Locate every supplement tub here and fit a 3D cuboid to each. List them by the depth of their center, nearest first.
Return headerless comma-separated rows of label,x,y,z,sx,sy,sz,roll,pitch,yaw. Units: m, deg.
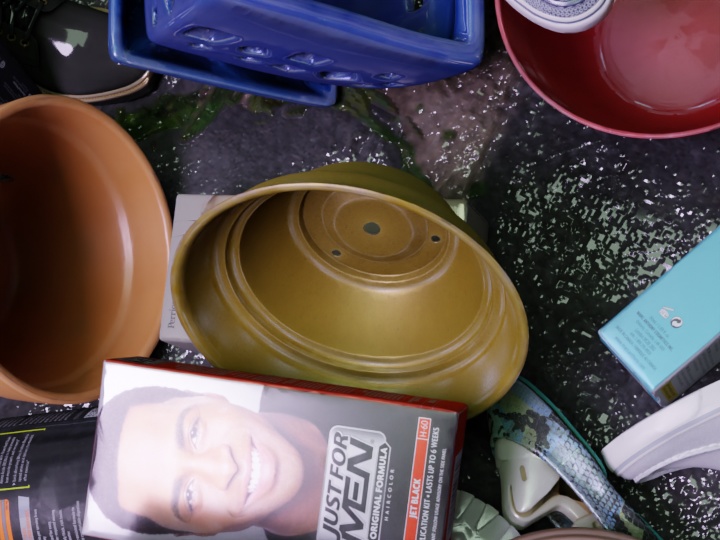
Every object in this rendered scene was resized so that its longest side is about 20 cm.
supplement tub,-0.204,0.154,0.842,0.200,0.123,0.123,-8,76,16

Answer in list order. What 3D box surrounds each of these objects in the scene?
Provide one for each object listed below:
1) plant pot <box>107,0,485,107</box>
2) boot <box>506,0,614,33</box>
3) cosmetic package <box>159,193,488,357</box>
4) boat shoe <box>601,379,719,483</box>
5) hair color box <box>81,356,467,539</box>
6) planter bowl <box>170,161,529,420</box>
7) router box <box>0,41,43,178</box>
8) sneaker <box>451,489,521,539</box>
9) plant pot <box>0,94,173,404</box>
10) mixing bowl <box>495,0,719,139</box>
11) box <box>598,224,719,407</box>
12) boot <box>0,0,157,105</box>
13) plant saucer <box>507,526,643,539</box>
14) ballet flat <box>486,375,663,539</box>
plant pot,-0.053,-0.215,0.823,0.180,0.200,0.200,-17,70,52
boot,0.077,-0.229,0.728,0.073,0.090,0.200,-33,78,9
cosmetic package,-0.022,0.007,0.842,0.200,0.073,0.104,1,80,17
boat shoe,0.243,0.091,0.746,0.200,0.072,0.069,-21,72,3
hair color box,-0.046,0.111,0.717,0.200,0.061,0.102,7,90,10
planter bowl,0.000,0.000,0.730,0.200,0.201,0.084,-1,44,18
router box,-0.316,-0.150,0.899,0.150,0.200,0.062,23,73,21
sneaker,0.034,0.167,0.787,0.200,0.081,0.076,34,74,19
plant pot,-0.241,-0.009,0.865,0.140,0.200,0.200,-5,76,35
mixing bowl,0.192,-0.161,0.790,0.200,0.108,0.201,-4,76,18
box,0.234,-0.006,0.756,0.200,0.082,0.049,-42,69,5
boot,-0.254,-0.183,0.922,0.200,0.138,0.078,13,81,18
plant saucer,0.121,0.243,0.706,0.200,0.029,0.200,0,91,12
ballet flat,0.125,0.147,0.760,0.074,0.074,0.200,-44,68,5
